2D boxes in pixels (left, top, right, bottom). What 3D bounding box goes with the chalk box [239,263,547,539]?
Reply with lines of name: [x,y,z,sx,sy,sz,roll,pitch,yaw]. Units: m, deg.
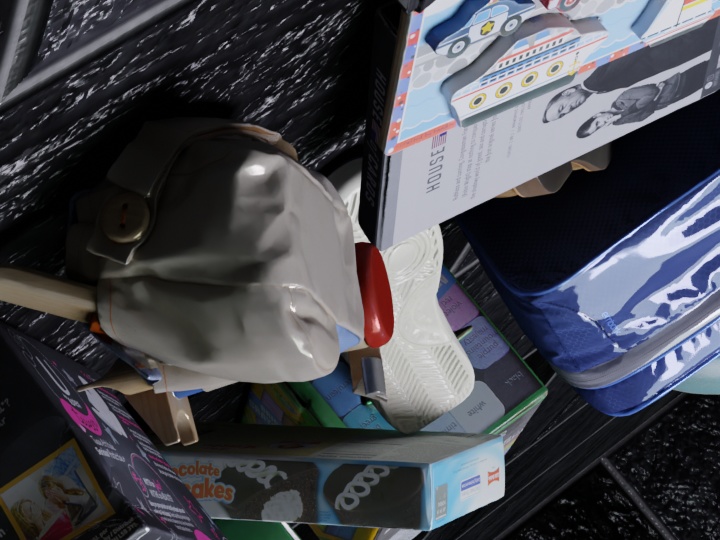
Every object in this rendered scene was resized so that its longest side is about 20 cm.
chalk box: [0.017,0.074,1.451,0.124,0.124,0.200,-35,166,-20]

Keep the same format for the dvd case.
dvd case: [0.090,-0.098,1.116,0.199,0.025,0.151,-25,149,-20]

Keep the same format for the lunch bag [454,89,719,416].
lunch bag: [0.171,-0.026,1.393,0.199,0.136,0.132,-35,127,5]

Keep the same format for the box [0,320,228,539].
box: [-0.152,0.113,1.069,0.132,0.115,0.200,-39,167,0]

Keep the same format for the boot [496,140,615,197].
boot: [0.082,-0.077,1.284,0.075,0.074,0.200,-11,-172,24]

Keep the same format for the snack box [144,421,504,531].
snack box: [-0.036,0.107,1.311,0.199,0.037,0.116,1,-176,22]

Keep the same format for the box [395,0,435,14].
box: [0.087,-0.197,0.840,0.200,0.050,0.199,-38,169,-17]

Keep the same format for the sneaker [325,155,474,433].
sneaker: [0.000,0.000,1.270,0.075,0.085,0.201,-29,142,-11]

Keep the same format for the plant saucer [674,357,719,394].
plant saucer: [0.209,-0.027,1.477,0.200,0.200,0.027,-41,173,3]

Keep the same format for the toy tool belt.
toy tool belt: [-0.065,0.006,1.008,0.122,0.126,0.200,-10,170,11]

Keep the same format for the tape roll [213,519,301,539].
tape roll: [-0.042,0.195,1.512,0.048,0.201,0.200,-39,169,-5]

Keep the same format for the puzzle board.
puzzle board: [0.102,-0.130,1.040,0.199,0.017,0.151,-23,148,-24]
